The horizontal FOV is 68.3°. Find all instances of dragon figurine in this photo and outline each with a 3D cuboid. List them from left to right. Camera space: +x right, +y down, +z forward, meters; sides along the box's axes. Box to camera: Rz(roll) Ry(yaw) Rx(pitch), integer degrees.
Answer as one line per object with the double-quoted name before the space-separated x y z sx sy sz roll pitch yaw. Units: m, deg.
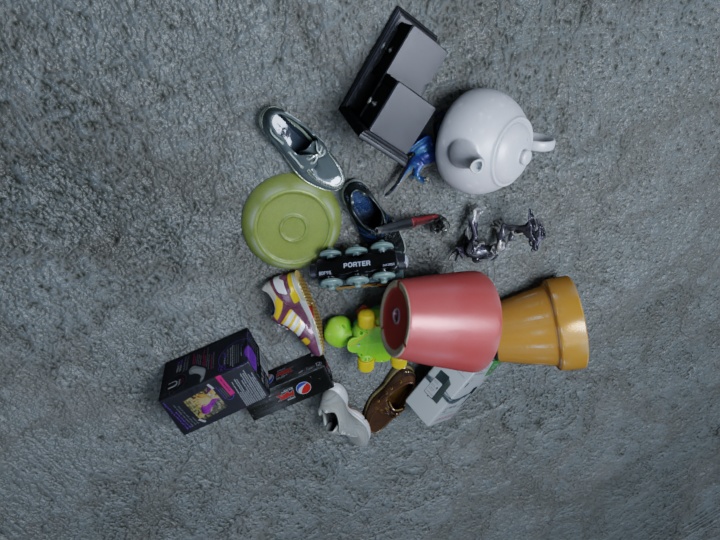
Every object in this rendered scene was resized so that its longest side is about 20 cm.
"dragon figurine" 0.110 -0.222 0.995 0.198 0.059 0.100 -29 118 -2

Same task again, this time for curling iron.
"curling iron" 0.105 -0.087 1.034 0.197 0.050 0.026 -6 137 -40

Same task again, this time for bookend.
"bookend" 0.065 -0.304 0.863 0.091 0.201 0.200 26 111 -24

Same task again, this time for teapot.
"teapot" 0.241 -0.220 0.945 0.202 0.145 0.197 -56 141 -6

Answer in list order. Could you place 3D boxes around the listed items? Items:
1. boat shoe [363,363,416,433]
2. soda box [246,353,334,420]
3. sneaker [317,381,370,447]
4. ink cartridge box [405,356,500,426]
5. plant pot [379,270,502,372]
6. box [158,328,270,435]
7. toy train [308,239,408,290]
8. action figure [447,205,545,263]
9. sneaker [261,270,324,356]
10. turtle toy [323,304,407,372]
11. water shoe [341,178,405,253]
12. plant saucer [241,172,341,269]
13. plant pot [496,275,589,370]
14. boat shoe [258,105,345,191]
"boat shoe" 0.069 0.315 1.265 0.071 0.068 0.202 22 111 -22
"soda box" -0.162 0.254 1.183 0.197 0.064 0.072 -22 121 0
"sneaker" -0.046 0.358 1.238 0.075 0.093 0.202 -14 121 31
"ink cartridge box" 0.215 0.253 1.222 0.201 0.083 0.146 -53 151 17
"plant pot" 0.141 0.093 1.008 0.174 0.201 0.204 4 117 -20
"box" -0.300 0.229 1.105 0.197 0.123 0.107 -23 121 1
"toy train" 0.000 0.000 1.051 0.196 0.087 0.114 -7 163 10
"action figure" 0.271 -0.073 1.089 0.197 0.104 0.118 -12 162 38
"sneaker" -0.137 0.097 1.108 0.088 0.075 0.203 -16 114 6
"turtle toy" 0.020 0.132 1.138 0.196 0.101 0.148 -4 117 -10
"water shoe" 0.027 -0.084 1.039 0.071 0.079 0.201 -36 119 8
"plant saucer" -0.131 -0.087 1.030 0.196 0.031 0.204 -6 118 -10
"plant pot" 0.385 0.127 1.179 0.179 0.201 0.203 -10 121 10
"boat shoe" -0.097 -0.211 0.947 0.200 0.062 0.073 42 86 -27
